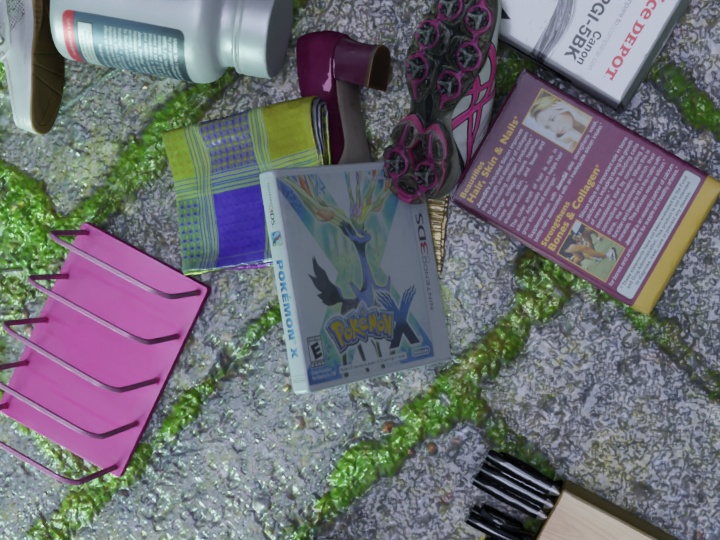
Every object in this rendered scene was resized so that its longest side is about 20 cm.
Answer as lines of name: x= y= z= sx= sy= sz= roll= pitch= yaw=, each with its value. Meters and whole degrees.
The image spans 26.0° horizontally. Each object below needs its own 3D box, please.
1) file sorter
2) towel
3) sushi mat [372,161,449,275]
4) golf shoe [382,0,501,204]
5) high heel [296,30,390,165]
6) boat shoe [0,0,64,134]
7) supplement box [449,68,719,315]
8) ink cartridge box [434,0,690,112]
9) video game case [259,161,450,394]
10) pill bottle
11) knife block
file sorter: x=-0.254 y=0.076 z=1.426 sx=0.138 sy=0.125 sz=0.202 roll=27 pitch=96 yaw=8
towel: x=-0.099 y=-0.073 z=1.402 sx=0.198 sy=0.023 sz=0.145 roll=-6 pitch=91 yaw=38
sushi mat: x=-0.017 y=-0.056 z=1.437 sx=0.198 sy=0.012 sz=0.097 roll=8 pitch=93 yaw=9
golf shoe: x=0.081 y=-0.158 z=1.350 sx=0.072 sy=0.092 sz=0.202 roll=31 pitch=119 yaw=25
high heel: x=-0.036 y=-0.115 z=1.417 sx=0.095 sy=0.067 sz=0.202 roll=15 pitch=87 yaw=35
boat shoe: x=-0.321 y=-0.224 z=1.461 sx=0.069 sy=0.071 sz=0.202 roll=-4 pitch=83 yaw=11
supplement box: x=0.196 y=-0.067 z=1.353 sx=0.199 sy=0.103 sz=0.132 roll=32 pitch=97 yaw=7
ink cartridge box: x=0.180 y=-0.252 z=1.360 sx=0.199 sy=0.083 sz=0.148 roll=31 pitch=96 yaw=8
video game case: x=0.000 y=0.000 z=1.337 sx=0.022 sy=0.199 sz=0.184 roll=-10 pitch=89 yaw=40
pill bottle: x=-0.167 y=-0.233 z=1.405 sx=0.198 sy=0.120 sz=0.121 roll=12 pitch=94 yaw=9
knife block: x=0.198 y=0.222 z=1.381 sx=0.198 sy=0.064 sz=0.177 roll=-18 pitch=89 yaw=10
